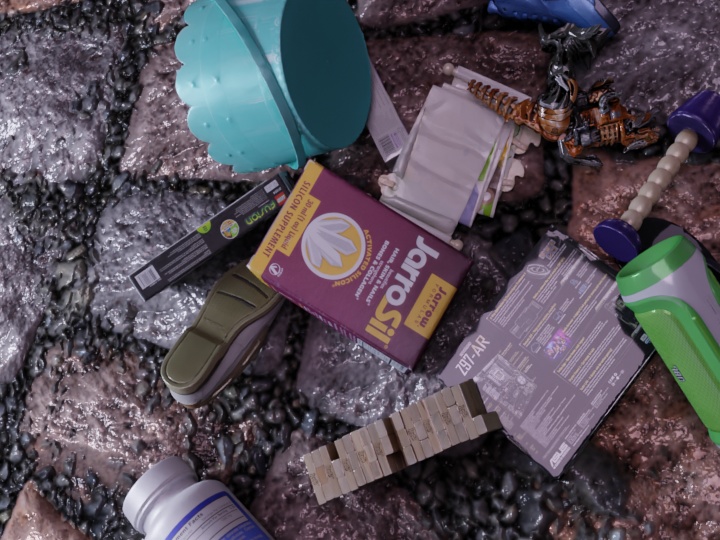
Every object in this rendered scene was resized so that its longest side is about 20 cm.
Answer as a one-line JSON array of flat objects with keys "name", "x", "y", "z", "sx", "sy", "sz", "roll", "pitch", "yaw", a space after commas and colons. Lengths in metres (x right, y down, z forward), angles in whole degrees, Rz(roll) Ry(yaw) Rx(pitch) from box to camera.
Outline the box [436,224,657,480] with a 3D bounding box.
[{"name": "box", "x": 0.198, "y": 0.082, "z": 0.939, "sx": 0.159, "sy": 0.044, "sz": 0.201, "roll": 37, "pitch": 88, "yaw": 21}]

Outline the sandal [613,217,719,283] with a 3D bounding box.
[{"name": "sandal", "x": 0.335, "y": 0.015, "z": 0.917, "sx": 0.076, "sy": 0.043, "sz": 0.200, "roll": -46, "pitch": 69, "yaw": 0}]

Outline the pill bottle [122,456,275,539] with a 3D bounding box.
[{"name": "pill bottle", "x": -0.151, "y": 0.289, "z": 0.946, "sx": 0.199, "sy": 0.112, "sz": 0.113, "roll": 40, "pitch": 88, "yaw": 22}]

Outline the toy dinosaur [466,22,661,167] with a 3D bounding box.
[{"name": "toy dinosaur", "x": 0.218, "y": -0.183, "z": 0.978, "sx": 0.195, "sy": 0.102, "sz": 0.139, "roll": 8, "pitch": 95, "yaw": -13}]

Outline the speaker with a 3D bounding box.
[{"name": "speaker", "x": 0.319, "y": 0.072, "z": 0.852, "sx": 0.088, "sy": 0.088, "sz": 0.202, "roll": -33, "pitch": 92, "yaw": 4}]

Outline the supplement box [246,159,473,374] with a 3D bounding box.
[{"name": "supplement box", "x": 0.000, "y": 0.000, "z": 0.961, "sx": 0.197, "sy": 0.103, "sz": 0.133, "roll": 30, "pitch": 84, "yaw": 5}]

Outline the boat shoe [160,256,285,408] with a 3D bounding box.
[{"name": "boat shoe", "x": -0.141, "y": 0.064, "z": 1.028, "sx": 0.074, "sy": 0.069, "sz": 0.200, "roll": 30, "pitch": 65, "yaw": 25}]

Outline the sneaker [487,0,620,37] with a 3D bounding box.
[{"name": "sneaker", "x": 0.196, "y": -0.300, "z": 1.037, "sx": 0.199, "sy": 0.066, "sz": 0.079, "roll": 39, "pitch": 100, "yaw": 22}]

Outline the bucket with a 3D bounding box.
[{"name": "bucket", "x": -0.087, "y": -0.210, "z": 0.998, "sx": 0.132, "sy": 0.206, "sz": 0.212, "roll": -5, "pitch": 73, "yaw": 32}]

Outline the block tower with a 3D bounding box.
[{"name": "block tower", "x": 0.040, "y": 0.171, "z": 0.930, "sx": 0.197, "sy": 0.054, "sz": 0.059, "roll": -27, "pitch": 77, "yaw": 22}]

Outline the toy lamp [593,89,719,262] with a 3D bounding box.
[{"name": "toy lamp", "x": 0.307, "y": -0.101, "z": 0.936, "sx": 0.058, "sy": 0.059, "sz": 0.201, "roll": 34, "pitch": 72, "yaw": 21}]

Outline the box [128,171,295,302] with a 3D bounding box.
[{"name": "box", "x": -0.158, "y": -0.041, "z": 1.038, "sx": 0.198, "sy": 0.110, "sz": 0.035, "roll": -34, "pitch": 95, "yaw": 6}]

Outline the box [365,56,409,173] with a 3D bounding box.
[{"name": "box", "x": 0.009, "y": -0.208, "z": 1.074, "sx": 0.041, "sy": 0.039, "sz": 0.203, "roll": -28, "pitch": 70, "yaw": 5}]

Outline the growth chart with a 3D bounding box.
[{"name": "growth chart", "x": 0.108, "y": -0.124, "z": 1.013, "sx": 0.143, "sy": 0.018, "sz": 0.203, "roll": 31, "pitch": 84, "yaw": -1}]
